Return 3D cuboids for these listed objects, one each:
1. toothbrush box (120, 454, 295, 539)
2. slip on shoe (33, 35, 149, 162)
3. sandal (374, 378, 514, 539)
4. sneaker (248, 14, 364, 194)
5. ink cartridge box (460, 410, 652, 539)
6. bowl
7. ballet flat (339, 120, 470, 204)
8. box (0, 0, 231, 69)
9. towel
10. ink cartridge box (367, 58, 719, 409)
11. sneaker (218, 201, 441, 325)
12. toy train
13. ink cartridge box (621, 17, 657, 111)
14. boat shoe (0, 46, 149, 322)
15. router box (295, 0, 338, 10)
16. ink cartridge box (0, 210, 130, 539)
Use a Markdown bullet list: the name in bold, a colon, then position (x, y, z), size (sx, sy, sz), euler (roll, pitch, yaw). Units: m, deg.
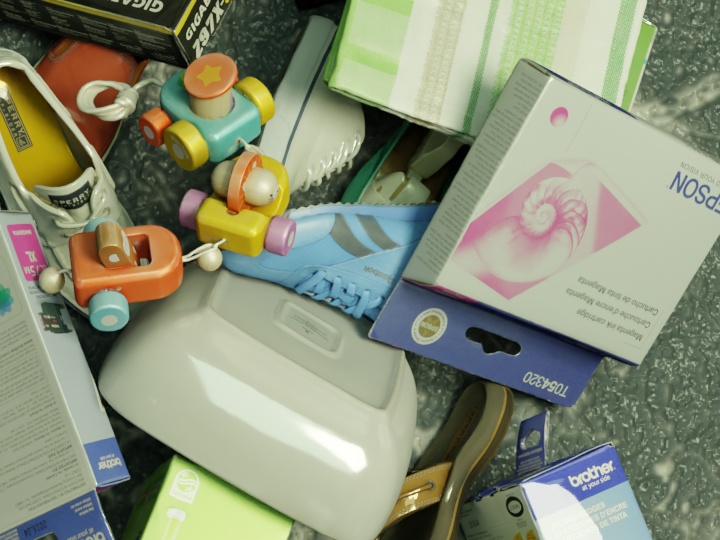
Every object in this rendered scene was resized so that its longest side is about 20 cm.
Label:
- **toothbrush box**: position (-0.122, 0.225, 0.996), size (0.086, 0.146, 0.201), euler (24, 71, -8)
- **slip on shoe**: position (-0.177, -0.136, 1.113), size (0.074, 0.061, 0.201), euler (33, 74, -7)
- **sandal**: position (0.037, 0.147, 1.086), size (0.054, 0.082, 0.201), euler (39, 67, -18)
- **sneaker**: position (-0.033, -0.090, 1.114), size (0.070, 0.073, 0.201), euler (26, 55, -8)
- **ink cartridge box**: position (0.134, 0.195, 1.073), size (0.076, 0.136, 0.201), euler (-21, 83, -20)
- **bowl**: position (-0.047, 0.064, 1.023), size (0.199, 0.200, 0.075), euler (32, 108, -3)
- **ballet flat**: position (0.038, -0.067, 1.147), size (0.067, 0.070, 0.201), euler (34, 71, -6)
- **box**: position (-0.164, -0.230, 1.099), size (0.199, 0.049, 0.161), euler (18, 67, 22)
- **towel**: position (0.082, -0.151, 1.072), size (0.198, 0.031, 0.151), euler (19, 77, -17)
- **ink cartridge box**: position (0.130, -0.009, 1.059), size (0.195, 0.043, 0.201), euler (20, 104, -36)
- **sneaker**: position (0.000, 0.000, 1.046), size (0.199, 0.066, 0.079), euler (-1, 80, -35)
- **toy train**: position (-0.115, -0.061, 0.975), size (0.149, 0.056, 0.201), euler (-3, 50, -5)
- **ink cartridge box**: position (0.136, -0.078, 1.157), size (0.059, 0.104, 0.201), euler (23, 72, -8)
- **boat shoe**: position (-0.189, -0.049, 1.054), size (0.071, 0.070, 0.201), euler (-29, 109, -15)
- **router box**: position (-0.039, -0.301, 1.142), size (0.051, 0.149, 0.202), euler (-17, 82, -17)
- **ink cartridge box**: position (-0.210, 0.081, 0.967), size (0.119, 0.042, 0.201), euler (-26, 79, 26)
